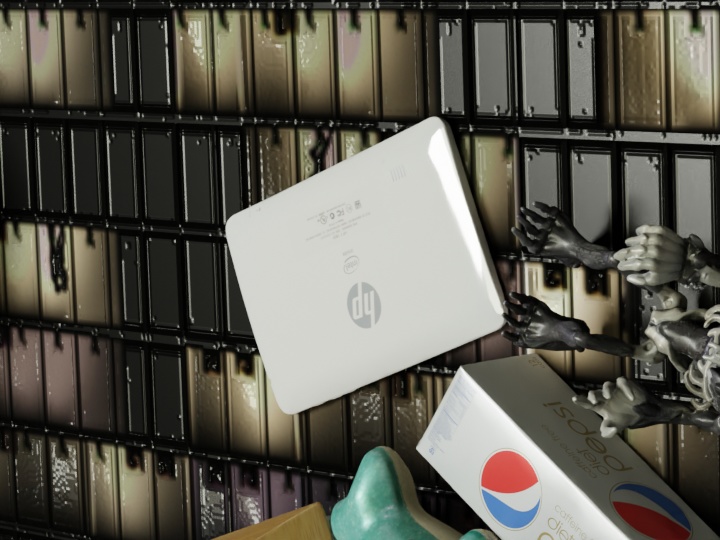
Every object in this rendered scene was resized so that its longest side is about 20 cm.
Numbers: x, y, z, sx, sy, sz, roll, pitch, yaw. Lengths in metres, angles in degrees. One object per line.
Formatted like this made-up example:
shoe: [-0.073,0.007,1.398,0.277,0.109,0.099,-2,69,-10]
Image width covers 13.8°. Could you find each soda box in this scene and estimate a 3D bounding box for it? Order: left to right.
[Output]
soda box: [0.124,0.134,1.626,0.200,0.068,0.064,46,125,30]

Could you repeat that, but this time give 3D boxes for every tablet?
tablet: [0.000,0.000,1.765,0.200,0.014,0.130,-25,79,44]

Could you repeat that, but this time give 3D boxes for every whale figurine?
whale figurine: [0.030,0.199,1.671,0.200,0.104,0.159,59,143,25]

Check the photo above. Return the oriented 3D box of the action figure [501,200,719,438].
action figure: [0.157,0.034,1.557,0.200,0.102,0.119,22,100,42]

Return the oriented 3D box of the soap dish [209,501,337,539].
soap dish: [-0.070,0.238,1.803,0.200,0.081,0.157,-25,78,53]
